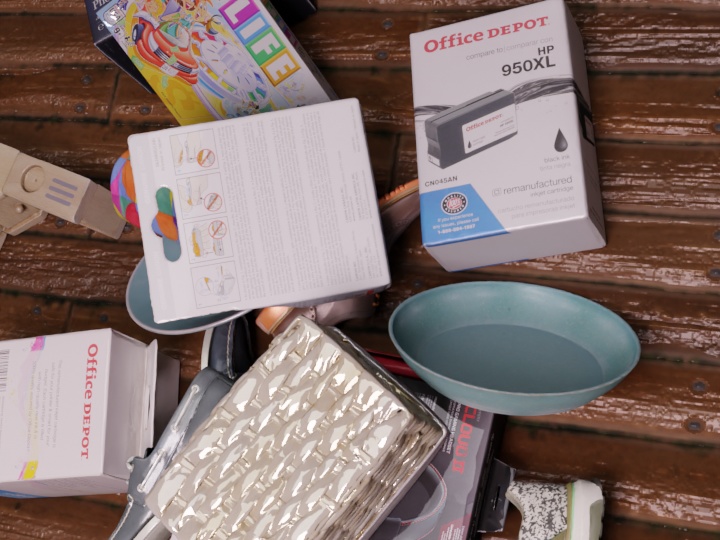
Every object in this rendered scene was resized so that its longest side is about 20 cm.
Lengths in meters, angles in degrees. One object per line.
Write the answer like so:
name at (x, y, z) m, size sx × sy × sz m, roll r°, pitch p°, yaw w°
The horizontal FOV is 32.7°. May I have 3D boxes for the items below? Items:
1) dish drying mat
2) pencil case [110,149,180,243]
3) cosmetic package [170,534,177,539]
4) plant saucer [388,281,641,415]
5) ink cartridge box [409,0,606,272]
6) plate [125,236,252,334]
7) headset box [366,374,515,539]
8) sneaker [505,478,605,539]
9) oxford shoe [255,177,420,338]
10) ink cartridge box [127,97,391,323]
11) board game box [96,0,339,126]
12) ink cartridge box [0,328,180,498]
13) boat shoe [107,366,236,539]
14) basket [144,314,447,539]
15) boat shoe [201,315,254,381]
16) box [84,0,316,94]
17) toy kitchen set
dish drying mat at (0.057, 0.087, 1.026) m, size 0.198 × 0.077 × 0.018 m, roll 9°, pitch 79°, yaw 25°
pencil case at (-0.154, -0.067, 1.128) m, size 0.199 × 0.088 × 0.089 m, roll 23°, pitch 83°, yaw 48°
cosmetic package at (-0.140, 0.304, 1.032) m, size 0.082 × 0.050 × 0.202 m, roll 27°, pitch 102°, yaw 28°
plant saucer at (0.119, 0.064, 0.968) m, size 0.198 × 0.200 × 0.036 m, roll 14°, pitch 116°, yaw 25°
ink cartridge box at (0.124, -0.115, 1.056) m, size 0.143 × 0.084 × 0.203 m, roll -10°, pitch 70°, yaw 19°
plate at (-0.120, -0.006, 1.117) m, size 0.198 × 0.026 × 0.201 m, roll -18°, pitch 34°, yaw 12°
headset box at (0.027, 0.165, 1.005) m, size 0.197 × 0.075 × 0.151 m, roll 12°, pitch 78°, yaw 17°
sneaker at (0.129, 0.252, 0.940) m, size 0.087 × 0.077 × 0.202 m, roll 11°, pitch 70°, yaw 7°
oxford shoe at (0.000, 0.000, 1.094) m, size 0.200 × 0.071 × 0.073 m, roll -45°, pitch 86°, yaw 6°
ink cartridge box at (-0.083, -0.047, 1.029) m, size 0.197 × 0.050 × 0.164 m, roll -10°, pitch 84°, yaw -2°
board game box at (-0.130, -0.198, 1.138) m, size 0.134 × 0.034 × 0.201 m, roll -32°, pitch 107°, yaw 16°
ink cartridge box at (-0.260, 0.135, 1.117) m, size 0.197 × 0.125 × 0.130 m, roll -6°, pitch 72°, yaw 21°
boat shoe at (-0.162, 0.169, 1.030) m, size 0.062 × 0.073 × 0.201 m, roll 40°, pitch 99°, yaw 13°
basket at (-0.048, 0.146, 0.923) m, size 0.135 × 0.123 × 0.200 m, roll 40°, pitch 86°, yaw 20°
boat shoe at (-0.102, 0.129, 1.082) m, size 0.061 × 0.075 × 0.203 m, roll -8°, pitch 73°, yaw 22°
box at (-0.176, -0.321, 1.224) m, size 0.198 × 0.123 × 0.200 m, roll -24°, pitch 66°, yaw 13°
toy kitchen set at (-0.370, -0.025, 1.191) m, size 0.179 × 0.163 × 0.202 m, roll 20°, pitch 83°, yaw 26°
